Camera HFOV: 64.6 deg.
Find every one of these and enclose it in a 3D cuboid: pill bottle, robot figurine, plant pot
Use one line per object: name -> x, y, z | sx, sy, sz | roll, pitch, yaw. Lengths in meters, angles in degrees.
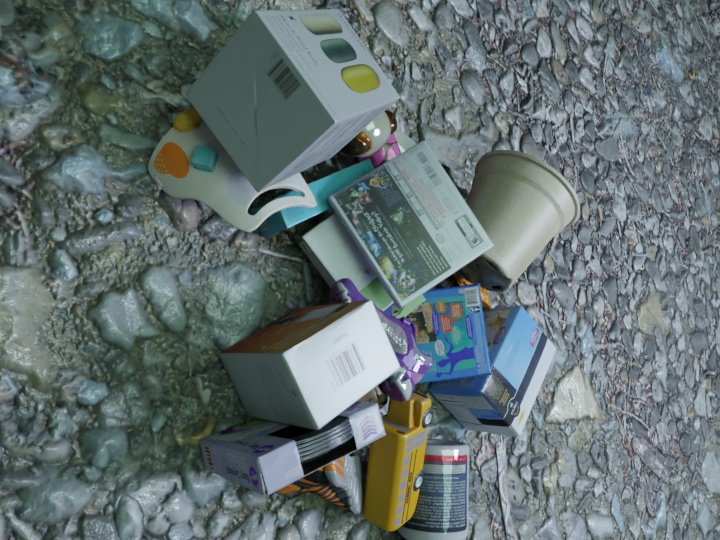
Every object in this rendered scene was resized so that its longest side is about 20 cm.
pill bottle -> 0.120, 0.386, 0.940 | 0.119, 0.120, 0.200 | 11, 76, -35
robot figurine -> 0.170, -0.005, 1.068 | 0.200, 0.058, 0.145 | 32, 47, -29
plant pot -> 0.242, -0.072, 0.986 | 0.200, 0.200, 0.184 | 44, 72, -23

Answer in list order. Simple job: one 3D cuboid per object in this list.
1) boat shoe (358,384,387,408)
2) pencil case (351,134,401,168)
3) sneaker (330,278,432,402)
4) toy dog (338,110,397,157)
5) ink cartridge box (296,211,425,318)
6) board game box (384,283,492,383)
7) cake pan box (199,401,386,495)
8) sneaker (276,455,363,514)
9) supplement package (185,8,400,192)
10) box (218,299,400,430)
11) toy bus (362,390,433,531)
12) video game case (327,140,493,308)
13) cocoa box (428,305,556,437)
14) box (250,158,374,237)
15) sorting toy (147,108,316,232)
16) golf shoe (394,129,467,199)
boat shoe -> 0.009, 0.187, 0.886 | 0.200, 0.064, 0.071 | -60, 146, -2
pencil case -> 0.043, -0.150, 0.996 | 0.091, 0.094, 0.200 | -41, 111, -76
sneaker -> 0.033, 0.091, 0.843 | 0.088, 0.080, 0.200 | -33, 83, -21
toy dog -> -0.030, -0.269, 0.894 | 0.200, 0.194, 0.140 | 55, 47, -6
ink cartridge box -> 0.000, 0.000, 0.913 | 0.104, 0.059, 0.200 | -38, 94, -17
board game box -> 0.107, 0.109, 0.952 | 0.200, 0.045, 0.152 | -7, 87, 2
cake pan box -> -0.092, 0.224, 0.757 | 0.184, 0.200, 0.052 | -17, 92, -35
sneaker -> -0.063, 0.308, 0.849 | 0.200, 0.112, 0.078 | 69, 19, -47
supplement package -> -0.079, -0.226, 0.737 | 0.152, 0.151, 0.200 | 54, 34, -4
box -> -0.075, 0.124, 0.785 | 0.152, 0.200, 0.106 | -30, 101, -36
toy bus -> 0.055, 0.285, 0.873 | 0.078, 0.065, 0.200 | -9, 109, -50
video game case -> 0.078, -0.073, 0.874 | 0.182, 0.023, 0.200 | -32, 88, -13
cocoa box -> 0.247, 0.183, 1.059 | 0.131, 0.133, 0.200 | 47, 59, -21
box -> -0.068, -0.117, 0.904 | 0.200, 0.082, 0.049 | -30, 101, -36
sorting toy -> -0.155, -0.136, 0.787 | 0.200, 0.107, 0.180 | -27, 70, -37
golf shoe -> 0.120, -0.194, 1.056 | 0.200, 0.088, 0.077 | 44, 61, -22
